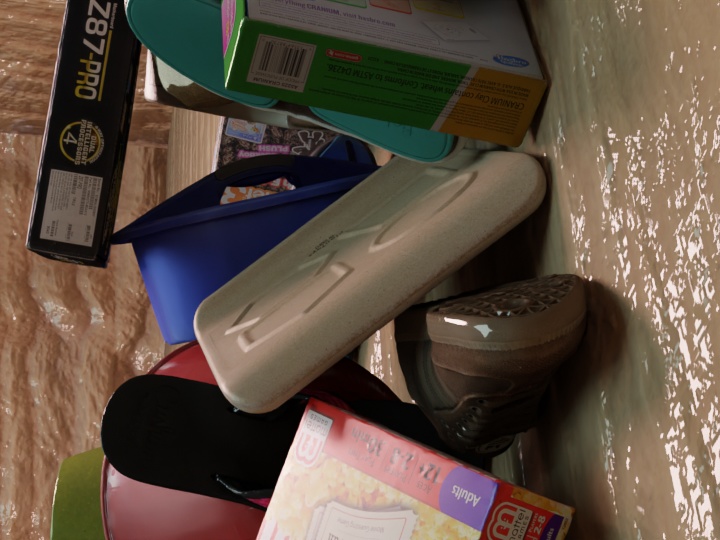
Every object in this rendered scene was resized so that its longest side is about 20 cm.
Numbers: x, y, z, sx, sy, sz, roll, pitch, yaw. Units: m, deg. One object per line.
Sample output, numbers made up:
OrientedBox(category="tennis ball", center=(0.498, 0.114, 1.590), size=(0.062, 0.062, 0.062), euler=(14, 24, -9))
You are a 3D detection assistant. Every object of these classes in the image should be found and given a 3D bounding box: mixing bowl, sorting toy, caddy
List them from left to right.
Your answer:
OrientedBox(category="caddy", center=(-0.058, -0.021, 1.055), size=(0.141, 0.198, 0.106), euler=(167, 90, -80))
OrientedBox(category="mixing bowl", center=(-0.033, 0.122, 0.923), size=(0.108, 0.199, 0.202), euler=(-24, 60, 55))
OrientedBox(category="sorting toy", center=(0.000, 0.000, 0.858), size=(0.037, 0.185, 0.200), euler=(54, 176, -14))

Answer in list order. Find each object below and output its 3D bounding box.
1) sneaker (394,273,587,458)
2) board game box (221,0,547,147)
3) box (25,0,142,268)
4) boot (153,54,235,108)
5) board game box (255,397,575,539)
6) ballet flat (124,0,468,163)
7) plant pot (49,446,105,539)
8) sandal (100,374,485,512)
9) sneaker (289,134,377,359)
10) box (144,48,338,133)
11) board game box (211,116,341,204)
OrientedBox(category="sneaker", center=(0.064, 0.046, 0.743), size=(0.200, 0.070, 0.076), euler=(173, 83, -83))
OrientedBox(category="board game box", center=(0.004, -0.149, 0.852), size=(0.201, 0.151, 0.041), euler=(-97, 22, -51))
OrientedBox(category="box", center=(-0.167, -0.104, 1.034), size=(0.161, 0.049, 0.202), euler=(166, 113, -81))
OrientedBox(category="boot", center=(-0.097, -0.191, 0.963), size=(0.073, 0.075, 0.202), euler=(20, -124, -60))
OrientedBox(category="board game box", center=(-0.003, 0.171, 0.712), size=(0.151, 0.046, 0.202), euler=(15, 84, 57))
OrientedBox(category="ballet flat", center=(-0.027, -0.116, 0.878), size=(0.069, 0.198, 0.070), euler=(22, -90, -81))
OrientedBox(category="plant pot", center=(-0.099, 0.173, 1.086), size=(0.187, 0.198, 0.189), euler=(-177, 90, -87))
OrientedBox(category="sandal", center=(-0.035, 0.092, 0.834), size=(0.045, 0.198, 0.076), euler=(95, -177, -69))
OrientedBox(category="sneaker", center=(-0.031, -0.018, 1.207), size=(0.082, 0.072, 0.201), euler=(-100, 18, -54))
OrientedBox(category="box", center=(-0.045, -0.160, 1.063), size=(0.199, 0.108, 0.129), euler=(17, 103, 55))
OrientedBox(category="board game box", center=(-0.059, -0.141, 1.300), size=(0.160, 0.096, 0.201), euler=(-87, 8, -45))
